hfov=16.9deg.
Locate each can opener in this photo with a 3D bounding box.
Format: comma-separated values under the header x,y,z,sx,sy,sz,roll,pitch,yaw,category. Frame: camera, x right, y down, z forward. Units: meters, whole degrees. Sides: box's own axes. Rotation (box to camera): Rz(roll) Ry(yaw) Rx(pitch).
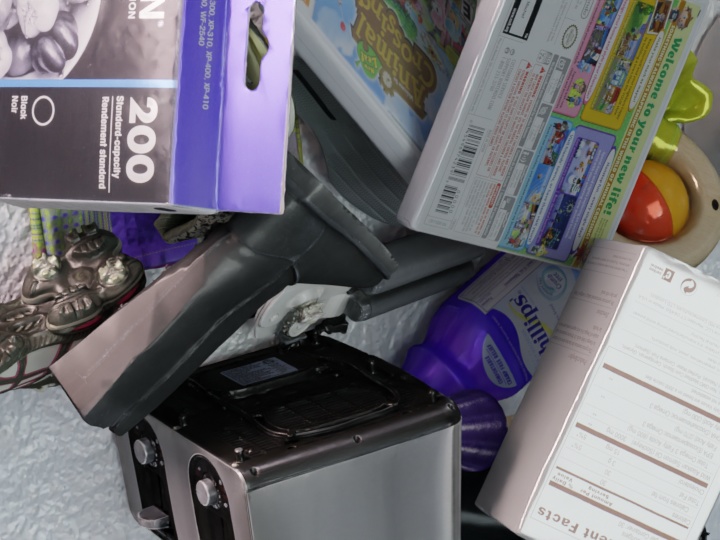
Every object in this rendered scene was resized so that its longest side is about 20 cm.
x,y,z,sx,sy,sz,roll,pitch,yaw,category
0.000,0.000,1.635,0.200,0.067,0.053,-15,147,-37,can opener

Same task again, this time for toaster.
x,y,z,sx,sy,sz,roll,pitch,yaw,category
-0.040,0.125,1.567,0.200,0.181,0.119,-16,114,-31,toaster

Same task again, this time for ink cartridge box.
x,y,z,sx,sy,sz,roll,pitch,yaw,category
-0.130,-0.134,1.423,0.043,0.200,0.199,5,88,-59,ink cartridge box

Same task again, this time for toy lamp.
x,y,z,sx,sy,sz,roll,pitch,yaw,category
0.110,0.108,1.669,0.200,0.058,0.058,1,100,-52,toy lamp

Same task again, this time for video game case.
x,y,z,sx,sy,sz,roll,pitch,yaw,category
0.126,-0.105,1.555,0.182,0.022,0.200,12,103,-43,video game case
0.010,-0.174,1.546,0.200,0.022,0.182,48,39,-40,video game case

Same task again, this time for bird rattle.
x,y,z,sx,sy,sz,roll,pitch,yaw,category
0.179,-0.065,1.678,0.200,0.113,0.163,-28,72,-37,bird rattle

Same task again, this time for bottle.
x,y,z,sx,sy,sz,roll,pitch,yaw,category
0.092,0.048,1.703,0.200,0.065,0.084,-40,120,-20,bottle

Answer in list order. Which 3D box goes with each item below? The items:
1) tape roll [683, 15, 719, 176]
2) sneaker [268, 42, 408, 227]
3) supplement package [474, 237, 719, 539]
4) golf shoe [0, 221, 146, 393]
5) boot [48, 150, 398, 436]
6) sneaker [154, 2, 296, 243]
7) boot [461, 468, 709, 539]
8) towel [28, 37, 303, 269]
x,y,z,sx,sy,sz,roll,pitch,yaw,category
0.360,-0.114,1.802,0.202,0.139,0.203,-7,104,-33,tape roll
0.005,-0.107,1.603,0.200,0.073,0.071,57,42,-46,sneaker
0.175,0.094,1.562,0.117,0.117,0.200,25,89,-11,supplement package
-0.219,0.053,1.492,0.200,0.077,0.088,-25,143,-11,golf shoe
-0.082,0.029,1.499,0.200,0.066,0.165,-46,149,0,boot
-0.094,-0.082,1.486,0.088,0.077,0.200,-22,139,-22,sneaker
0.124,0.177,1.691,0.200,0.168,0.077,1,100,-33,boot
-0.122,-0.071,1.563,0.200,0.023,0.144,-11,107,-31,towel
